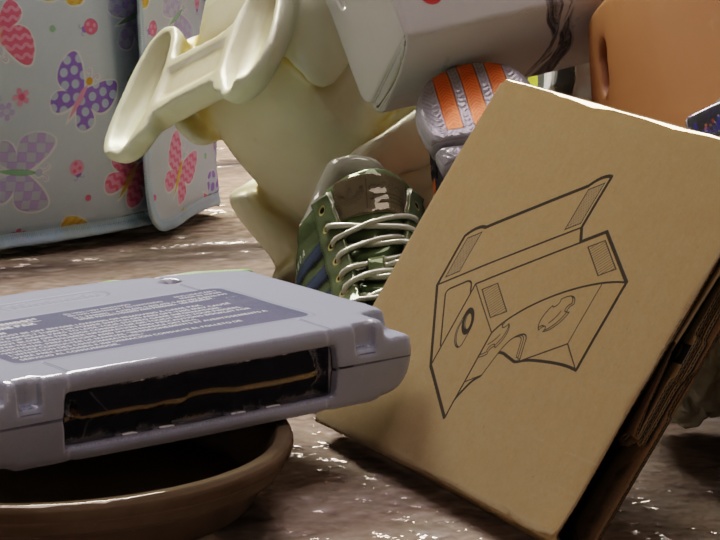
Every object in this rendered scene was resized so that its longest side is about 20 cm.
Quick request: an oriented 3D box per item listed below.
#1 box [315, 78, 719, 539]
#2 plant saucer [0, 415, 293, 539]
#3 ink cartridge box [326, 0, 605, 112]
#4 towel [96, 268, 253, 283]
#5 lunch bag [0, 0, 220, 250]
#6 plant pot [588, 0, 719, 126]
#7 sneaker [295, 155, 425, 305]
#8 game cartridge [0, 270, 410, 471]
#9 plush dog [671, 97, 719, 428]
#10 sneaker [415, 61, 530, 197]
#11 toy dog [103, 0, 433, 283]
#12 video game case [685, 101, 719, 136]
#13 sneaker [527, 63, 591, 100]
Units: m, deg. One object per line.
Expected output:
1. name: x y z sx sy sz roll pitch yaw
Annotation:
1. box: 0.070 0.013 1.051 0.021 0.164 0.200 33 -5 -29
2. plant saucer: -0.125 0.073 1.036 0.199 0.030 0.200 1 12 0
3. ink cartridge box: 0.081 -0.175 1.326 0.199 0.147 0.083 -15 -18 -17
4. towel: -0.163 0.020 1.218 0.199 0.031 0.149 -10 5 -42
5. lunch bag: -0.165 -0.106 1.531 0.199 0.171 0.127 -8 13 -36
6. plant pot: 0.191 -0.070 1.260 0.199 0.141 0.200 -15 -14 -4
7. sneaker: 0.000 0.000 1.232 0.067 0.090 0.200 0 12 -4
8. game cartridge: -0.097 0.035 1.066 0.199 0.041 0.133 -9 19 -36
9. plush dog: 0.223 0.015 1.105 0.171 0.161 0.199 26 -6 -42
10. sneaker: 0.074 0.006 1.249 0.077 0.112 0.201 -9 46 3
11. toy dog: -0.008 -0.078 1.421 0.139 0.200 0.195 -29 35 39
12. video game case: 0.219 -0.015 0.972 0.199 0.182 0.036 -26 -37 27
13. sneaker: 0.114 -0.104 1.415 0.074 0.201 0.085 -7 -4 -9
